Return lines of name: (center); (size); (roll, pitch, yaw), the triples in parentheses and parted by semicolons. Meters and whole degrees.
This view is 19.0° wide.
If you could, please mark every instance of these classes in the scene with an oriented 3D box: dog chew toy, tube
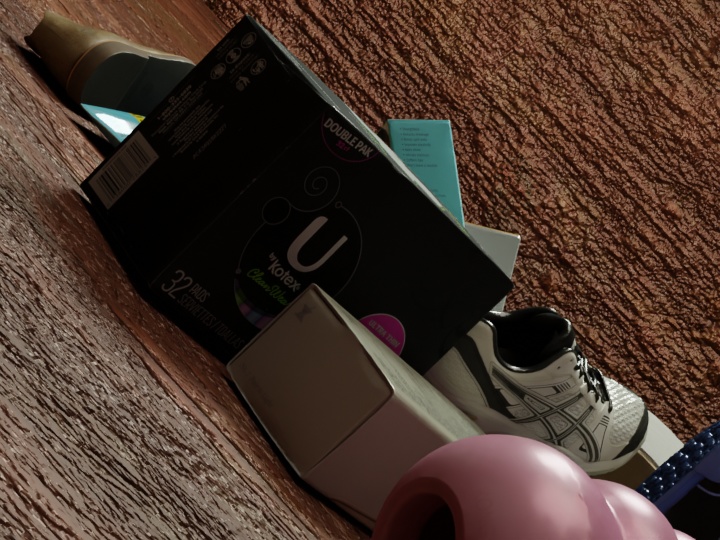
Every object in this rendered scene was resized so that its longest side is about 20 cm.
dog chew toy: (0.101, 0.152, 1.048); (0.200, 0.125, 0.125); (19, 22, -37)
tube: (-0.136, -0.080, 1.530); (0.077, 0.050, 0.200); (41, 9, 13)

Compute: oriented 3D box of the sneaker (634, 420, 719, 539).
sneaker: (0.173, 0.172, 1.228); (0.078, 0.200, 0.070); (41, 14, -2)

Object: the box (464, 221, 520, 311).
box: (0.046, 0.005, 1.665); (0.124, 0.098, 0.200); (14, 0, -2)

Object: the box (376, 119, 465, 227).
box: (0.040, 0.001, 1.501); (0.082, 0.049, 0.201); (128, -42, -62)

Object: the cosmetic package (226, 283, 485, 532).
cosmetic package: (0.021, 0.103, 1.233); (0.200, 0.073, 0.104); (41, 8, -46)

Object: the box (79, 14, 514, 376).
box: (-0.036, -0.020, 1.275); (0.200, 0.149, 0.124); (42, 6, -41)

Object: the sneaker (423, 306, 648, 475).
sneaker: (0.122, 0.071, 1.367); (0.200, 0.088, 0.076); (15, 37, -36)

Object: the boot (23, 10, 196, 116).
boot: (-0.176, -0.145, 1.564); (0.075, 0.074, 0.200); (38, 4, 19)

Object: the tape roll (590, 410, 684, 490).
tape roll: (0.153, 0.163, 1.437); (0.202, 0.071, 0.203); (28, 35, -21)
